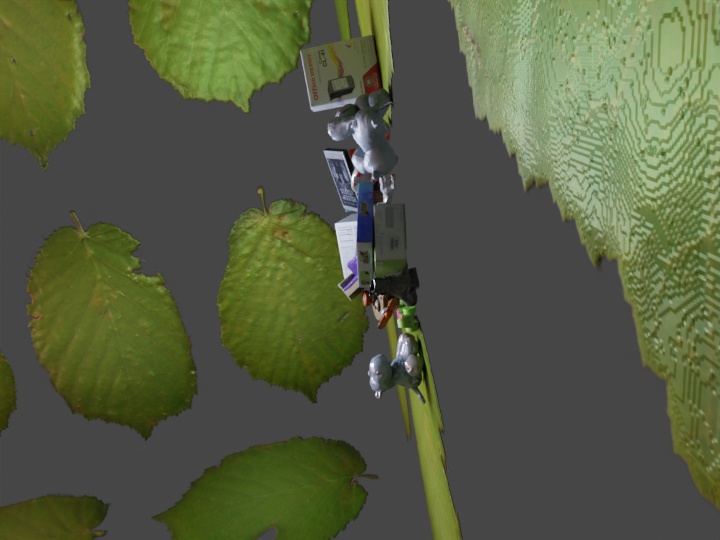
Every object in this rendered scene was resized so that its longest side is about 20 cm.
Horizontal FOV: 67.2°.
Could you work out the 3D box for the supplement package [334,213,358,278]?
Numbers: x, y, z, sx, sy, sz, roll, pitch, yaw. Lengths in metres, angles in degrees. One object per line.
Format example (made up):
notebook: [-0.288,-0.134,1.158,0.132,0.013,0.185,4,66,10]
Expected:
supplement package: [0.017,-0.095,1.971,0.151,0.146,0.208,-36,-61,-59]

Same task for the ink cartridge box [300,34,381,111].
ink cartridge box: [-0.049,-0.515,1.424,0.086,0.192,0.153,-106,4,-82]

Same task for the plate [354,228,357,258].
plate: [0.006,-0.086,1.752,0.200,0.025,0.209,6,-90,-84]

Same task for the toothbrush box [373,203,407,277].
toothbrush box: [0.076,-0.065,1.414,0.201,0.083,0.151,87,-178,-72]

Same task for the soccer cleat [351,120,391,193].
soccer cleat: [0.029,-0.297,1.421,0.079,0.067,0.204,-95,26,-53]

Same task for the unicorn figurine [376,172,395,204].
unicorn figurine: [0.065,-0.251,1.504,0.138,0.071,0.208,80,-165,-72]

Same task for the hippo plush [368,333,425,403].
hippo plush: [0.098,0.287,1.610,0.162,0.155,0.204,-102,2,-46]

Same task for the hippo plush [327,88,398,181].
hippo plush: [0.037,-0.314,1.272,0.196,0.160,0.163,9,139,46]

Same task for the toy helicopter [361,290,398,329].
toy helicopter: [0.068,0.076,1.574,0.203,0.076,0.136,107,152,-52]

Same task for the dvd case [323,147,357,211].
dvd case: [-0.046,-0.286,1.717,0.149,0.024,0.206,25,139,60]

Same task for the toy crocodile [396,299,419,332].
toy crocodile: [0.127,0.124,1.542,0.201,0.059,0.070,-101,1,-75]

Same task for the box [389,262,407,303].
box: [0.096,-0.011,1.638,0.203,0.042,0.164,90,166,-54]

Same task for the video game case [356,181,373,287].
video game case: [0.014,-0.093,1.423,0.184,0.044,0.205,88,-177,-52]

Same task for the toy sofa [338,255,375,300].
toy sofa: [0.000,0.000,1.595,0.098,0.082,0.200,49,149,2]

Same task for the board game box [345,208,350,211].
board game box: [0.006,-0.302,1.838,0.203,0.145,0.048,81,179,-49]

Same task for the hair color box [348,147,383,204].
hair color box: [0.029,-0.292,1.734,0.065,0.107,0.204,-102,1,-46]

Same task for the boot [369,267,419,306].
boot: [0.082,0.048,1.401,0.201,0.126,0.070,82,177,-68]
